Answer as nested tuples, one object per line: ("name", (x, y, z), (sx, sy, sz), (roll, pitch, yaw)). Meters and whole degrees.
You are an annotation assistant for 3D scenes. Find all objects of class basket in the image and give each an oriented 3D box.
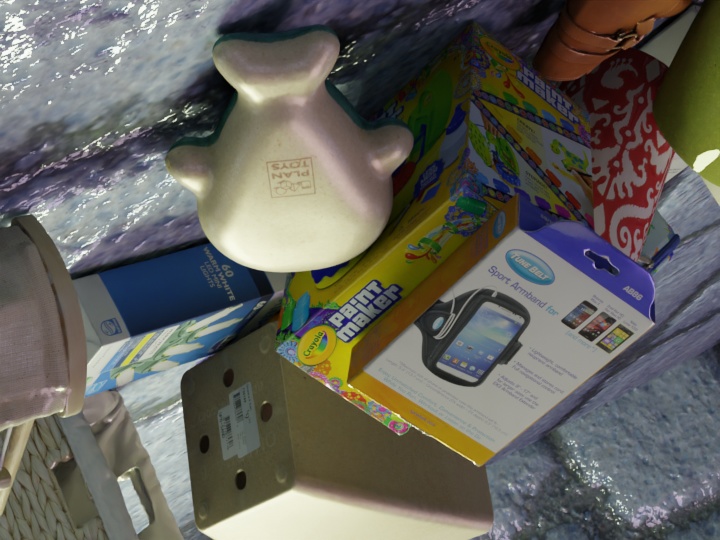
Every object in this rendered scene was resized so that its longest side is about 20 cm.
("basket", (-0.255, 0.214, 1.412), (0.160, 0.199, 0.200), (-27, 166, 2))

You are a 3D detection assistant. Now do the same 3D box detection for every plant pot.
("plant pot", (-0.035, 0.136, 1.360), (0.176, 0.202, 0.199), (10, 152, -39))
("plant pot", (0.318, -0.161, 1.238), (0.200, 0.188, 0.186), (-45, 160, 31))

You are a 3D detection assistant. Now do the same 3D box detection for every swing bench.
("swing bench", (-0.291, 0.082, 1.030), (0.198, 0.130, 0.200), (-15, 158, -45))

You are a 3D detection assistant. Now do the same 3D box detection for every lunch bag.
("lunch bag", (0.264, 0.004, 1.904), (0.161, 0.083, 0.200), (-39, -179, -33))

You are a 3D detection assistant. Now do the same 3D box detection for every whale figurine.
("whale figurine", (-0.046, -0.089, 1.058), (0.157, 0.104, 0.201), (-6, 140, 1))

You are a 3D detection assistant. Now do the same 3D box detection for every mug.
("mug", (0.166, -0.070, 1.343), (0.177, 0.133, 0.201), (-4, -128, 50))

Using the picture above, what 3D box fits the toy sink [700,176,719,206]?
("toy sink", (0.482, -0.096, 1.845), (0.112, 0.201, 0.130), (-14, 158, -46))

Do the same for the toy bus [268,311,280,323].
("toy bus", (0.000, 0.000, 1.438), (0.199, 0.079, 0.065), (-31, 164, 1))

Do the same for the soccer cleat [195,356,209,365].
("soccer cleat", (-0.078, 0.077, 1.594), (0.073, 0.069, 0.199), (-12, -179, 32))

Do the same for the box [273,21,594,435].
("box", (0.055, -0.029, 1.180), (0.200, 0.122, 0.193), (-41, -154, 32))

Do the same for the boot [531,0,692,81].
("boot", (0.168, -0.194, 1.181), (0.155, 0.077, 0.199), (-38, 171, 40))

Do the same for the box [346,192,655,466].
("box", (0.097, 0.036, 1.080), (0.200, 0.119, 0.042), (-44, -157, 31))

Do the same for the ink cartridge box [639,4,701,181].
("ink cartridge box", (0.270, -0.142, 1.498), (0.200, 0.084, 0.144), (-38, 164, 27))

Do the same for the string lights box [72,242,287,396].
("string lights box", (-0.152, 0.033, 1.283), (0.199, 0.059, 0.103), (-17, 161, -42))
